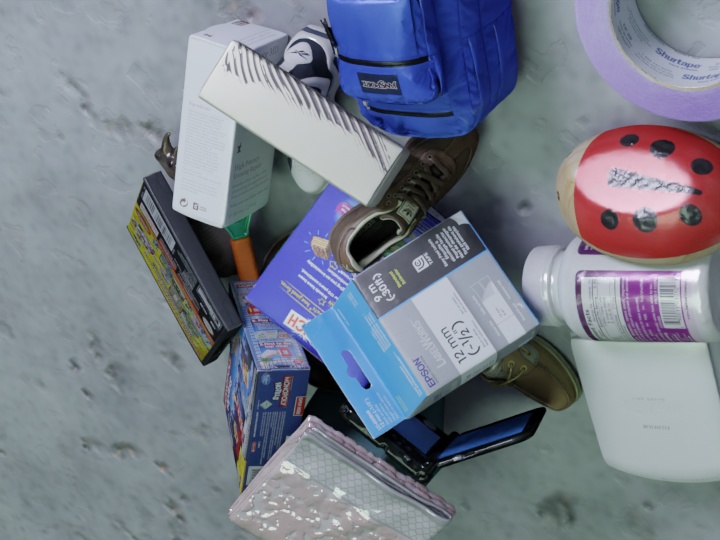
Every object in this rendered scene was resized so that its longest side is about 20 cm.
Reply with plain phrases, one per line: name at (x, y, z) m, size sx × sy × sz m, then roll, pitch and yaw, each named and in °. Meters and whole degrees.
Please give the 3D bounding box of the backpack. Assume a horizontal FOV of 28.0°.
backpack at (0.050, -0.222, 1.372) m, size 0.162 × 0.168 × 0.200 m, roll 12°, pitch 132°, yaw 34°

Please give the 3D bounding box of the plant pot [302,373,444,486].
plant pot at (-0.006, 0.225, 1.713) m, size 0.141 × 0.200 × 0.141 m, roll 17°, pitch 130°, yaw 22°

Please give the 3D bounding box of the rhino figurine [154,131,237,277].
rhino figurine at (-0.192, -0.076, 1.711) m, size 0.087 × 0.060 × 0.200 m, roll 3°, pitch 122°, yaw 36°

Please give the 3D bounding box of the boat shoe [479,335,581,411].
boat shoe at (0.155, 0.095, 1.603) m, size 0.200 × 0.066 × 0.074 m, roll 38°, pitch 133°, yaw 1°

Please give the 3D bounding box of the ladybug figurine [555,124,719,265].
ladybug figurine at (0.270, -0.076, 1.358) m, size 0.200 × 0.072 × 0.136 m, roll 8°, pitch 82°, yaw 33°

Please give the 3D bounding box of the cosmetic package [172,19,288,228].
cosmetic package at (-0.140, -0.159, 1.557) m, size 0.074 × 0.102 × 0.200 m, roll 20°, pitch 118°, yaw 20°

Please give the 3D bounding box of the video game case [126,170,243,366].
video game case at (-0.207, 0.002, 1.683) m, size 0.200 × 0.025 × 0.181 m, roll 60°, pitch 159°, yaw 7°

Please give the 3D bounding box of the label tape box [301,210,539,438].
label tape box at (0.059, 0.055, 1.459) m, size 0.143 × 0.200 × 0.066 m, roll 57°, pitch 173°, yaw 13°

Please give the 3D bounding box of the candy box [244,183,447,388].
candy box at (0.000, 0.000, 1.573) m, size 0.169 × 0.077 × 0.200 m, roll 39°, pitch 104°, yaw 3°

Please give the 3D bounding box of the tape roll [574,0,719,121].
tape roll at (0.293, -0.234, 1.271) m, size 0.200 × 0.066 × 0.200 m, roll 17°, pitch 131°, yaw 21°

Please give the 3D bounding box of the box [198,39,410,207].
box at (-0.054, -0.142, 1.410) m, size 0.200 × 0.082 × 0.068 m, roll 33°, pitch 96°, yaw 4°

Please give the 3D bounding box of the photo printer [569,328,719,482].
photo printer at (0.320, 0.137, 1.524) m, size 0.166 × 0.069 × 0.200 m, roll 0°, pitch 121°, yaw 33°

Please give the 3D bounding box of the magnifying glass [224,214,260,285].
magnifying glass at (-0.145, -0.058, 1.678) m, size 0.079 × 0.022 × 0.200 m, roll -16°, pitch 116°, yaw -10°

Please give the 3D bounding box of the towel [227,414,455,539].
towel at (-0.023, 0.270, 1.596) m, size 0.200 × 0.032 × 0.191 m, roll 33°, pitch 127°, yaw -7°

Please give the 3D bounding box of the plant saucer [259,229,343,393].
plant saucer at (-0.036, 0.044, 1.686) m, size 0.200 × 0.032 × 0.201 m, roll 14°, pitch 113°, yaw 34°

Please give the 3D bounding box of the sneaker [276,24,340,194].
sneaker at (-0.072, -0.147, 1.529) m, size 0.079 × 0.130 × 0.199 m, roll 26°, pitch 132°, yaw 17°

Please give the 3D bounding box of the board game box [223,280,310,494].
board game box at (-0.115, 0.116, 1.660) m, size 0.062 × 0.200 × 0.200 m, roll 0°, pitch 131°, yaw -14°

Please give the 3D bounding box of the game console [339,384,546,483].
game console at (0.092, 0.152, 1.560) m, size 0.176 × 0.200 × 0.116 m, roll 38°, pitch 98°, yaw 8°

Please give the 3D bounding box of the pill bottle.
pill bottle at (0.268, 0.015, 1.440) m, size 0.200 × 0.112 × 0.112 m, roll 0°, pitch 122°, yaw 34°

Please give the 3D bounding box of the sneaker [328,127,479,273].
sneaker at (0.052, -0.070, 1.467) m, size 0.070 × 0.076 × 0.200 m, roll 38°, pitch 102°, yaw -25°
